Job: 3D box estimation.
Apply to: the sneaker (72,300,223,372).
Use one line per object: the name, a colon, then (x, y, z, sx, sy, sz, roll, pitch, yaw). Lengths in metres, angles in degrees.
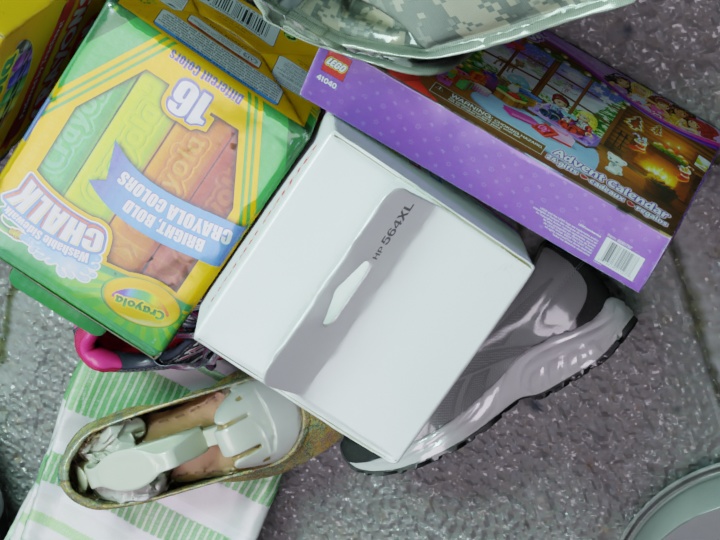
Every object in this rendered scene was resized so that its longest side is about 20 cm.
sneaker: (-0.072, 0.025, 1.293, 0.199, 0.075, 0.081, -13, 110, 16)

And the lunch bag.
lunch bag: (0.058, -0.175, 1.083, 0.199, 0.164, 0.118, -15, 108, 29)

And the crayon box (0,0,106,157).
crayon box: (-0.202, -0.115, 1.206, 0.051, 0.200, 0.127, 33, 125, 4)

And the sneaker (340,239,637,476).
sneaker: (0.064, 0.052, 1.267, 0.200, 0.074, 0.080, -35, 90, 27)

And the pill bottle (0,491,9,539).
pill bottle: (-0.286, 0.196, 1.462, 0.113, 0.114, 0.201, 5, 119, 21)

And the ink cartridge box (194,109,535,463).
ink cartridge box: (0.000, 0.000, 1.152, 0.125, 0.200, 0.129, 33, 101, -8)

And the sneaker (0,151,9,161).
sneaker: (-0.283, -0.059, 1.359, 0.199, 0.078, 0.087, -7, 126, 34)

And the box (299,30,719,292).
box: (0.082, -0.081, 1.140, 0.199, 0.137, 0.039, 30, 122, 5)

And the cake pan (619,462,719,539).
cake pan: (0.235, 0.207, 1.261, 0.199, 0.037, 0.201, 4, 104, 14)

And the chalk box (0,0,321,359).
chalk box: (-0.120, -0.048, 1.174, 0.124, 0.124, 0.200, 31, 113, -7)

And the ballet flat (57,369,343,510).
ballet flat: (-0.092, 0.101, 1.321, 0.199, 0.071, 0.071, -17, 110, 14)

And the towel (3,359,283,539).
towel: (-0.132, 0.137, 1.381, 0.152, 0.023, 0.201, 25, 103, 8)
